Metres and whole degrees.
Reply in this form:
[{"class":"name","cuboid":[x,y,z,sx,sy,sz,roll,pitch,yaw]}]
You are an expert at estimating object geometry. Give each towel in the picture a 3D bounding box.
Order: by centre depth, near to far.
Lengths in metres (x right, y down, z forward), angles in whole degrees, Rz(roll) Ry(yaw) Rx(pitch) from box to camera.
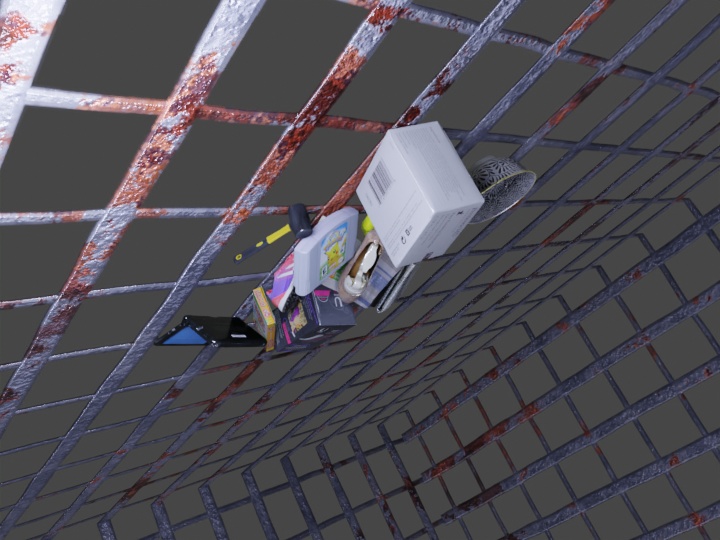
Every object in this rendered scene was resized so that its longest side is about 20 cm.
[{"class":"towel","cuboid":[0.046,0.002,1.763,0.200,0.024,0.147,-48,149,4]},{"class":"towel","cuboid":[0.126,0.012,1.932,0.202,0.034,0.192,-61,168,21]}]

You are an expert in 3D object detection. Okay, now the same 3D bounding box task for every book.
[{"class":"book","cuboid":[-0.071,-0.036,1.649,0.135,0.048,0.200,-61,157,0]}]

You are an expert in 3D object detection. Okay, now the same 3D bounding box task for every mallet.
[{"class":"mallet","cuboid":[-0.179,-0.056,1.483,0.199,0.067,0.041,-36,155,21]}]

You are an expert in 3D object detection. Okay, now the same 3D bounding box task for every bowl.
[{"class":"bowl","cuboid":[0.307,-0.207,1.727,0.198,0.095,0.201,-26,159,-10]}]

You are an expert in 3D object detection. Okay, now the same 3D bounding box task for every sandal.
[{"class":"sandal","cuboid":[0.064,0.022,1.995,0.045,0.076,0.201,26,126,-12]}]

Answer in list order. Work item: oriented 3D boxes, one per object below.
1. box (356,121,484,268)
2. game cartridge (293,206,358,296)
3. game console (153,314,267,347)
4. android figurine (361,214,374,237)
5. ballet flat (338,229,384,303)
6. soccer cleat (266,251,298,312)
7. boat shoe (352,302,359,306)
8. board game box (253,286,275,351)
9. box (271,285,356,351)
[{"class":"box","cuboid":[0.112,-0.150,1.450,0.129,0.202,0.200,-15,156,-29]},{"class":"game cartridge","cuboid":[-0.070,-0.048,1.545,0.200,0.040,0.135,-42,144,-42]},{"class":"game console","cuboid":[-0.354,0.173,1.737,0.199,0.175,0.118,8,111,-59]},{"class":"android figurine","cuboid":[0.078,-0.128,1.695,0.180,0.041,0.200,-10,151,-42]},{"class":"ballet flat","cuboid":[0.000,0.000,1.646,0.067,0.068,0.202,19,114,-11]},{"class":"soccer cleat","cuboid":[-0.159,0.001,1.659,0.068,0.073,0.202,-27,148,-54]},{"class":"boat shoe","cuboid":[-0.035,0.066,1.902,0.056,0.068,0.199,-9,175,-27]},{"class":"board game box","cuboid":[-0.236,0.119,1.781,0.030,0.097,0.201,-19,158,-19]},{"class":"box","cuboid":[-0.122,0.119,1.807,0.121,0.108,0.199,2,156,-42]}]
